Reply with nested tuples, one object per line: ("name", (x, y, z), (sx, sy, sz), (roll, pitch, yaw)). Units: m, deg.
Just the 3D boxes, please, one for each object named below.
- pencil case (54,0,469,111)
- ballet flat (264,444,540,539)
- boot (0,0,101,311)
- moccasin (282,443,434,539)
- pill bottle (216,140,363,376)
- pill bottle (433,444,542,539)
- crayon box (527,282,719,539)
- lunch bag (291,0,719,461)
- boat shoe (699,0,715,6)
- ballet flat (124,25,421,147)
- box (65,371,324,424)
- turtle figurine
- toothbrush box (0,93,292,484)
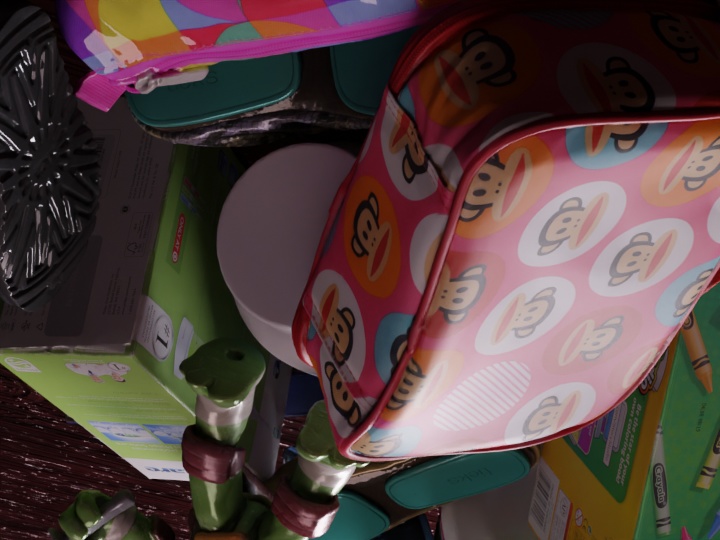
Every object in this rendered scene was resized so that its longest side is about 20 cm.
("pencil case", (-0.026, -0.119, 0.583), (0.198, 0.089, 0.088), (-9, 151, 32))
("ballet flat", (0.011, 0.111, 0.851), (0.198, 0.064, 0.069), (-22, 135, 22))
("boot", (-0.209, -0.084, 0.638), (0.198, 0.066, 0.166), (26, 142, 18))
("moccasin", (0.001, 0.162, 0.941), (0.067, 0.081, 0.200), (-16, -159, -11))
("pill bottle", (0.000, 0.000, 0.747), (0.111, 0.114, 0.200), (1, 170, 15))
("pill bottle", (0.100, 0.171, 0.936), (0.112, 0.115, 0.200), (7, 157, 3))
("crayon box", (0.145, 0.065, 0.750), (0.058, 0.202, 0.119), (4, -162, -17))
("lunch bag", (0.078, -0.012, 0.590), (0.174, 0.082, 0.201), (-5, 140, -28))
("boat shoe", (0.095, -0.053, 0.707), (0.071, 0.069, 0.200), (15, 156, -17))
("ballet flat", (-0.008, -0.093, 0.674), (0.198, 0.073, 0.072), (-4, 154, 25))
("box", (-0.089, 0.086, 1.043), (0.198, 0.033, 0.121), (1, 177, -30))
("turtle figurine", (-0.076, 0.147, 0.731), (0.198, 0.144, 0.196), (-4, 126, -35))
("toothbrush box", (-0.105, 0.016, 0.830), (0.085, 0.147, 0.200), (0, 156, 20))
